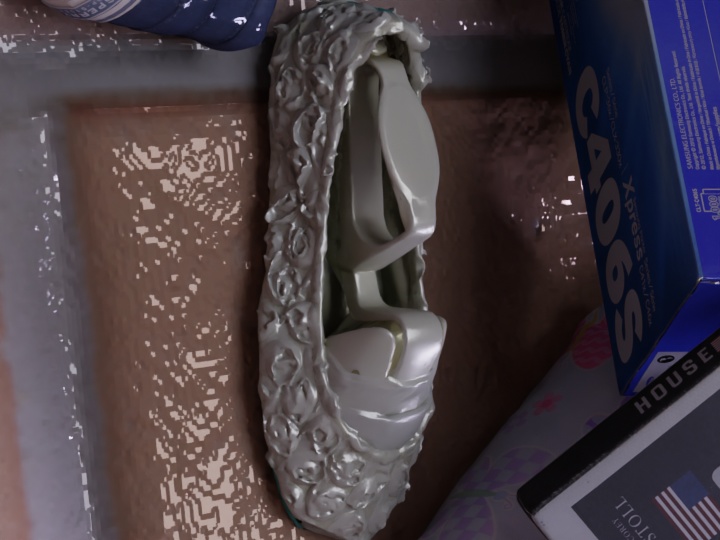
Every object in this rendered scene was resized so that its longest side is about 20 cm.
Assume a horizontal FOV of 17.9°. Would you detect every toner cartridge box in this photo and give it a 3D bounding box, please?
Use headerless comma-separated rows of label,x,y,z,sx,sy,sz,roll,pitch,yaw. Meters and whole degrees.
toner cartridge box,0.114,-0.063,0.861,0.043,0.095,0.201,0,62,-14

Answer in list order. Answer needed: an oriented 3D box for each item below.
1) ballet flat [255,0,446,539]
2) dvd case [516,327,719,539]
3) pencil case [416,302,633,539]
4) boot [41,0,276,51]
ballet flat,0.000,0.000,0.815,0.071,0.071,0.202,-3,90,-44
dvd case,0.174,0.069,0.798,0.200,0.025,0.150,-39,113,4
pencil case,0.085,0.092,0.872,0.200,0.090,0.083,-47,118,-34
boot,-0.062,-0.177,0.775,0.090,0.072,0.202,12,85,-52
